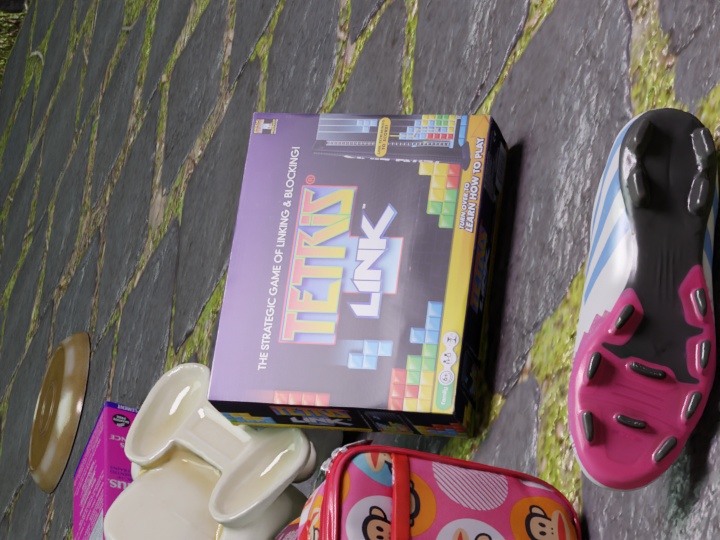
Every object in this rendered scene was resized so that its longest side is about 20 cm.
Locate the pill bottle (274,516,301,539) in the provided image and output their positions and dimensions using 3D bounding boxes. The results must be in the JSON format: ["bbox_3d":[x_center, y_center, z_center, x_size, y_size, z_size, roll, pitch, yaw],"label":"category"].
[{"bbox_3d":[0.003,0.194,1.370,0.200,0.113,0.115,151,131,-67],"label":"pill bottle"}]

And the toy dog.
[{"bbox_3d":[-0.075,0.194,1.540,0.139,0.200,0.195,18,67,37],"label":"toy dog"}]

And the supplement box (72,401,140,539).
[{"bbox_3d":[-0.193,0.225,2.010,0.201,0.101,0.104,-98,28,-50],"label":"supplement box"}]

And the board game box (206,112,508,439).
[{"bbox_3d":[0.000,0.000,1.453,0.057,0.164,0.201,54,-139,-64],"label":"board game box"}]

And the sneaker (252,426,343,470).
[{"bbox_3d":[-0.067,0.090,1.621,0.075,0.088,0.200,49,162,30],"label":"sneaker"}]

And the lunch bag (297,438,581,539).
[{"bbox_3d":[0.027,0.192,1.180,0.082,0.175,0.201,125,153,-51],"label":"lunch bag"}]

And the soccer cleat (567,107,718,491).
[{"bbox_3d":[0.144,0.018,1.152,0.086,0.069,0.201,104,178,-74],"label":"soccer cleat"}]

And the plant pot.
[{"bbox_3d":[-0.369,0.169,2.768,0.200,0.027,0.201,-166,90,-74],"label":"plant pot"}]
